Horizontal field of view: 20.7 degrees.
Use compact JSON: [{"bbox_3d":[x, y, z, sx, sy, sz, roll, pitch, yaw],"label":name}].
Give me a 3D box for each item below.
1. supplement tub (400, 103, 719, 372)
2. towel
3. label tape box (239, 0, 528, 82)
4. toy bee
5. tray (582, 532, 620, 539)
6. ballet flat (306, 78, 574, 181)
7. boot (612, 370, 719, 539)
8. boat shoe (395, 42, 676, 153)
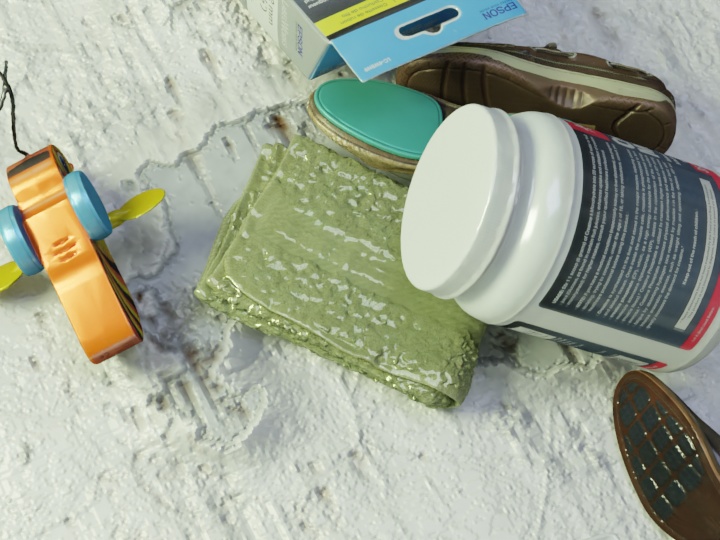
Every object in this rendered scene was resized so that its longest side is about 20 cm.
[{"bbox_3d":[0.141,-0.021,1.287,0.199,0.140,0.141,17,60,-23],"label":"supplement tub"},{"bbox_3d":[0.000,0.000,1.339,0.199,0.037,0.149,24,61,3],"label":"towel"},{"bbox_3d":[0.004,-0.201,1.402,0.143,0.066,0.200,-25,58,-22],"label":"label tape box"},{"bbox_3d":[-0.192,-0.041,1.297,0.130,0.109,0.201,-6,95,2],"label":"toy bee"},{"bbox_3d":[0.090,0.241,1.240,0.199,0.022,0.108,-14,67,-17],"label":"tray"},{"bbox_3d":[0.058,-0.083,1.374,0.199,0.065,0.071,13,56,2],"label":"ballet flat"},{"bbox_3d":[0.248,0.146,1.305,0.097,0.075,0.200,-3,49,-40],"label":"boot"},{"bbox_3d":[0.126,-0.129,1.417,0.201,0.075,0.075,14,38,-1],"label":"boat shoe"}]
